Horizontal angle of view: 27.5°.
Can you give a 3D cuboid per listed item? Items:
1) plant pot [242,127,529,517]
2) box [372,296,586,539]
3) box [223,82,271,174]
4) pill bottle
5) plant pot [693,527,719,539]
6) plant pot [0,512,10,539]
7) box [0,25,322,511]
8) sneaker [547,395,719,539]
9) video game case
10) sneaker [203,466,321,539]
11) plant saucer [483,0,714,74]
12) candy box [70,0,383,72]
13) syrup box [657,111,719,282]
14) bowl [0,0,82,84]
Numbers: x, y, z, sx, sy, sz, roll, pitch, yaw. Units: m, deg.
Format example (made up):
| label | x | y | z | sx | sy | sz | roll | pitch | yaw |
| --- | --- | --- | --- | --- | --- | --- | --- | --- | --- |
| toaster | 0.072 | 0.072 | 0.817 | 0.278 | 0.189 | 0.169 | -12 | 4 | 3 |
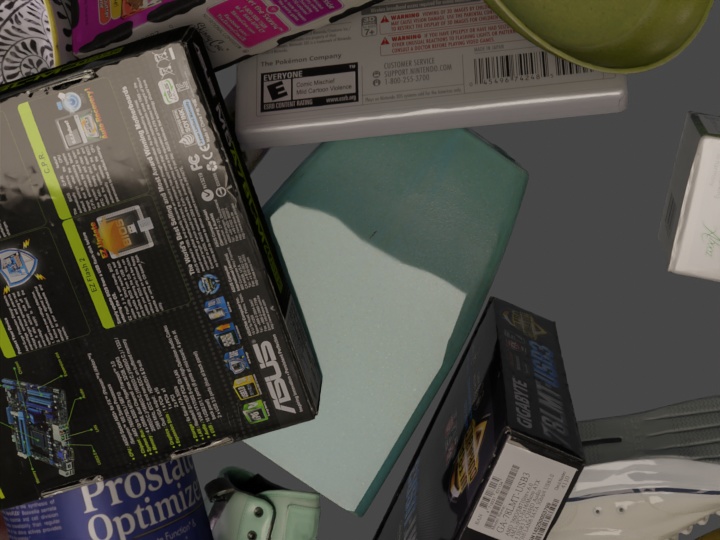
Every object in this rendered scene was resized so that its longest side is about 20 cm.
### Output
| label | x | y | z | sx | sy | sz | roll | pitch | yaw |
| --- | --- | --- | --- | --- | --- | --- | --- | --- | --- |
| plant pot | 0.000 | 0.000 | 0.822 | 0.141 | 0.141 | 0.201 | 34 | 97 | -3 |
| box | 0.055 | 0.138 | 0.818 | 0.049 | 0.200 | 0.200 | 23 | 108 | -5 |
| box | -0.104 | -0.037 | 0.870 | 0.039 | 0.041 | 0.200 | 38 | 108 | -5 |
| pill bottle | -0.153 | 0.104 | 0.833 | 0.111 | 0.112 | 0.202 | -14 | 94 | 11 |
| plant pot | 0.241 | 0.256 | 0.828 | 0.198 | 0.196 | 0.195 | -7 | 116 | 17 |
| plant pot | -0.290 | 0.218 | 0.900 | 0.194 | 0.201 | 0.202 | 4 | 107 | -3 |
| box | -0.139 | 0.005 | 0.716 | 0.192 | 0.048 | 0.201 | -16 | 109 | 9 |
| sneaker | 0.187 | 0.124 | 0.873 | 0.198 | 0.073 | 0.071 | -5 | 121 | 15 |
| video game case | 0.033 | -0.156 | 0.772 | 0.198 | 0.022 | 0.184 | -5 | 66 | 9 |
| sneaker | -0.042 | 0.199 | 0.874 | 0.200 | 0.074 | 0.119 | 35 | 107 | 37 |
| plant saucer | 0.096 | -0.187 | 0.700 | 0.031 | 0.200 | 0.201 | -17 | 107 | 52 |
| candy box | -0.052 | -0.185 | 0.748 | 0.199 | 0.061 | 0.137 | -19 | 61 | 23 |
| syrup box | 0.271 | -0.027 | 0.805 | 0.198 | 0.079 | 0.082 | 11 | 107 | 4 |
| bowl | -0.183 | -0.076 | 0.824 | 0.200 | 0.094 | 0.202 | -7 | 80 | 47 |
